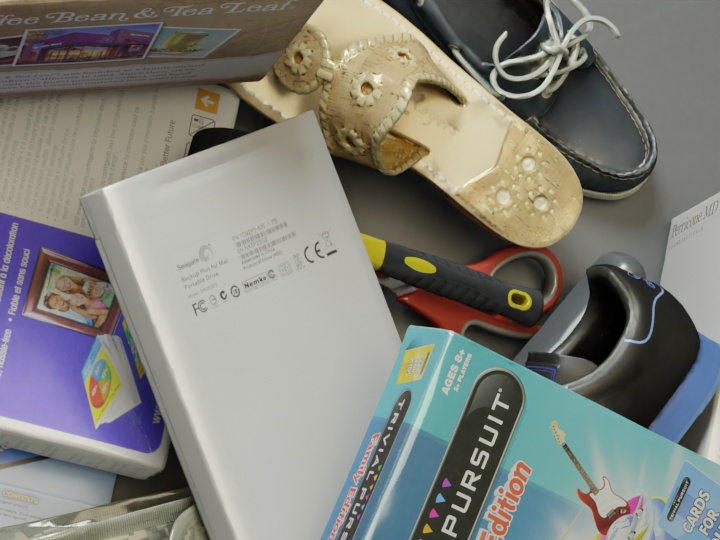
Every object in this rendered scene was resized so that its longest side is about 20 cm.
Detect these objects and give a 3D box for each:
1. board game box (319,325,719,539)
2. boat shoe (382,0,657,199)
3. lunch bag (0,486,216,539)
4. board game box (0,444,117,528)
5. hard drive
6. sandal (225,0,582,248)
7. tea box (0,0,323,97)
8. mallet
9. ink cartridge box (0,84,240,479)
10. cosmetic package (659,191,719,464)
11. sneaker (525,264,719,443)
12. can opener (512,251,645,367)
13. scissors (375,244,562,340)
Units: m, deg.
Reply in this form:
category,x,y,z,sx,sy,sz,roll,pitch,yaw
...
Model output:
category,x,y,z,sx,sy,sz,roll,pitch,yaw
board game box,0.083,0.134,0.926,0.199,0.047,0.152,26,81,-21
boat shoe,0.079,-0.115,1.098,0.200,0.062,0.075,46,67,-4
lunch bag,-0.102,0.185,0.948,0.199,0.118,0.165,-12,91,-20
board game box,-0.208,0.065,0.996,0.199,0.019,0.103,15,76,-13
hard drive,-0.034,0.042,0.950,0.132,0.026,0.201,-24,96,-44
sandal,0.024,-0.078,1.028,0.211,0.070,0.078,32,88,-14
tea box,-0.134,-0.187,0.943,0.199,0.134,0.198,-4,78,-18
mallet,0.000,0.000,1.026,0.199,0.041,0.066,26,68,-23
ink cartridge box,-0.168,-0.021,0.998,0.199,0.043,0.199,17,66,-16
cosmetic package,0.193,0.065,1.070,0.084,0.108,0.201,15,73,-12
sneaker,0.088,0.091,0.990,0.078,0.070,0.200,39,72,-21
can opener,0.086,0.080,1.049,0.053,0.067,0.200,44,81,-20
scissors,0.019,0.009,1.058,0.199,0.014,0.074,12,84,-26
